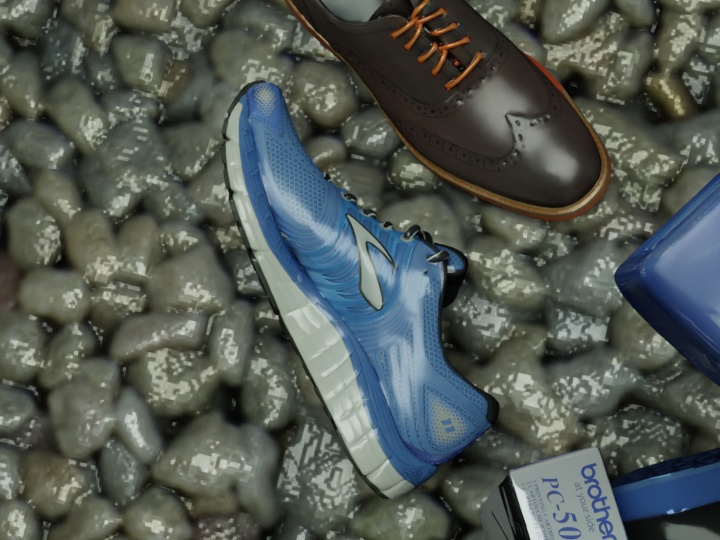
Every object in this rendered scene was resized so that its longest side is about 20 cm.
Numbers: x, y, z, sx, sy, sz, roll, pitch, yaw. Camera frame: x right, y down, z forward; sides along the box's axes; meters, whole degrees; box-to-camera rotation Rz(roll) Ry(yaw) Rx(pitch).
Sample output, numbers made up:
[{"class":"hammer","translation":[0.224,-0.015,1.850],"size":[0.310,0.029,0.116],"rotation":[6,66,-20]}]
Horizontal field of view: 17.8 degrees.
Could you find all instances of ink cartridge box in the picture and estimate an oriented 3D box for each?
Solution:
[{"class":"ink cartridge box","translation":[0.104,0.183,0.977],"size":[0.044,0.094,0.200],"rotation":[-15,77,-9]}]

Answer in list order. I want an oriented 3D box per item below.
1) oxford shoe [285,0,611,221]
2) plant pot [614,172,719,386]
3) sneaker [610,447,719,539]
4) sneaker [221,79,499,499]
[{"class":"oxford shoe","translation":[0.031,-0.097,1.060],"size":[0.200,0.073,0.071],"rotation":[40,87,15]},{"class":"plant pot","translation":[0.228,0.000,0.875],"size":[0.200,0.200,0.180],"rotation":[-43,85,2]},{"class":"sneaker","translation":[0.209,0.106,0.996],"size":[0.200,0.070,0.078],"rotation":[-14,91,7]},{"class":"sneaker","translation":[0.000,0.000,1.053],"size":[0.089,0.079,0.200],"rotation":[-27,84,-3]}]
